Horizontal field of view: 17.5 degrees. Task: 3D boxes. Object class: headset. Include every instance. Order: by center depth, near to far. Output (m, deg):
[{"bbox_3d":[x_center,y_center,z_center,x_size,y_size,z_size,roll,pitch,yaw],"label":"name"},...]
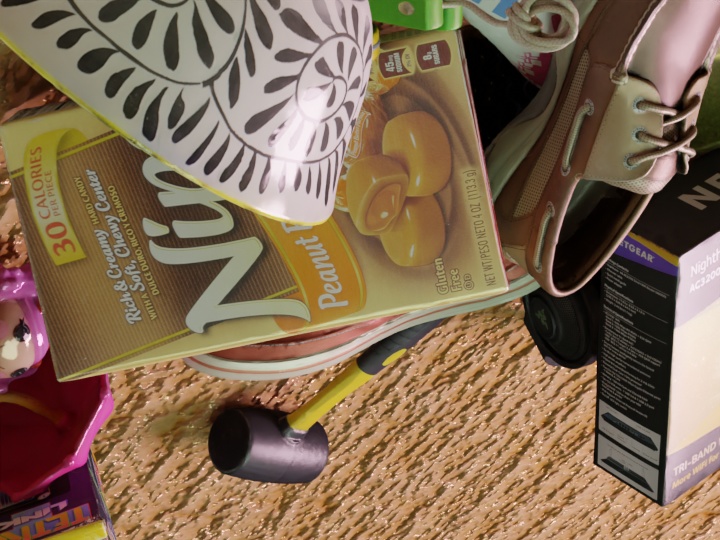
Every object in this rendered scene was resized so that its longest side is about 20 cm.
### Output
[{"bbox_3d":[0.140,-0.010,1.252,0.123,0.094,0.200,-28,164,-1],"label":"headset"}]

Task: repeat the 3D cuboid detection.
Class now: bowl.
[{"bbox_3d":[-0.061,-0.116,0.844,0.094,0.201,0.201,-49,142,14],"label":"bowl"}]

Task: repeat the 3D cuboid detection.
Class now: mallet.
[{"bbox_3d":[0.005,0.058,1.273,0.200,0.041,0.066,-36,148,26],"label":"mallet"}]

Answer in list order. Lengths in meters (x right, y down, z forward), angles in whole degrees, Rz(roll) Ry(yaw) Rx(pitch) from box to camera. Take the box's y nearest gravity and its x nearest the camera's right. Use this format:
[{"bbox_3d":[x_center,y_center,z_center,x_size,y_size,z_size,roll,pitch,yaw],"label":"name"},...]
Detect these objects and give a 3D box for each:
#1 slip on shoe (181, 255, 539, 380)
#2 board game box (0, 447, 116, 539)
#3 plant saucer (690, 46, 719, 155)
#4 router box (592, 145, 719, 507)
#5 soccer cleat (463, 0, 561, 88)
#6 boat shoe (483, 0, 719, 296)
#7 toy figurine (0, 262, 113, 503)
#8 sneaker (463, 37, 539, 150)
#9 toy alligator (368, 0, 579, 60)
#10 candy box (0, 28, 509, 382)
[{"bbox_3d":[0.000,0.000,1.171,0.200,0.074,0.061,-18,126,-5],"label":"slip on shoe"},{"bbox_3d":[-0.222,0.149,1.168,0.200,0.165,0.057,-18,110,-6],"label":"board game box"},{"bbox_3d":[0.201,-0.143,1.083,0.199,0.048,0.200,-18,149,-6],"label":"plant saucer"},{"bbox_3d":[0.205,0.006,1.197,0.200,0.052,0.158,-30,134,-33],"label":"router box"},{"bbox_3d":[0.053,-0.139,0.995,0.086,0.070,0.200,-3,154,12],"label":"soccer cleat"},{"bbox_3d":[0.117,-0.067,0.996,0.076,0.072,0.200,-8,144,-32],"label":"boat shoe"},{"bbox_3d":[-0.202,0.049,1.094,0.184,0.150,0.200,-16,127,-36],"label":"toy figurine"},{"bbox_3d":[0.016,-0.049,1.108,0.199,0.070,0.093,-17,162,-9],"label":"sneaker"},{"bbox_3d":[0.004,-0.117,0.936,0.054,0.200,0.059,-42,136,-53],"label":"toy alligator"},{"bbox_3d":[-0.044,-0.030,1.005,0.199,0.116,0.055,-12,-171,2],"label":"candy box"}]
